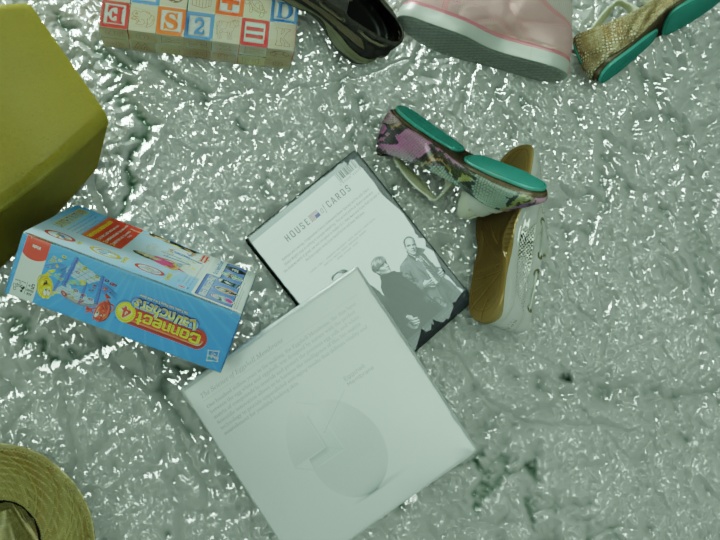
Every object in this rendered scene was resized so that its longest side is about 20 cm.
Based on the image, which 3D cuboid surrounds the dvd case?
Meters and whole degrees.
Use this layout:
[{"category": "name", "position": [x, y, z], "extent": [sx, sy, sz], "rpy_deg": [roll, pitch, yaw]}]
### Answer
[{"category": "dvd case", "position": [0.000, 0.000, 1.134], "extent": [0.150, 0.025, 0.201], "rpy_deg": [-39, 88, -12]}]

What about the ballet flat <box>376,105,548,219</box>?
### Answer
[{"category": "ballet flat", "position": [0.098, -0.098, 1.125], "extent": [0.199, 0.069, 0.072], "rpy_deg": [32, 113, 23]}]

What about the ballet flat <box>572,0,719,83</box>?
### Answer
[{"category": "ballet flat", "position": [0.314, -0.282, 1.207], "extent": [0.199, 0.071, 0.066], "rpy_deg": [-33, 73, -16]}]

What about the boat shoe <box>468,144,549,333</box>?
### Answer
[{"category": "boat shoe", "position": [0.163, -0.031, 1.148], "extent": [0.069, 0.070, 0.203], "rpy_deg": [25, 69, -31]}]

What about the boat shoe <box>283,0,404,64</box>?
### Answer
[{"category": "boat shoe", "position": [-0.026, -0.289, 1.104], "extent": [0.199, 0.073, 0.075], "rpy_deg": [36, 61, -38]}]

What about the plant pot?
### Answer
[{"category": "plant pot", "position": [-0.348, -0.128, 1.024], "extent": [0.176, 0.200, 0.201], "rpy_deg": [-34, 87, -24]}]

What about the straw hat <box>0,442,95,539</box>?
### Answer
[{"category": "straw hat", "position": [-0.335, 0.256, 1.013], "extent": [0.198, 0.085, 0.204], "rpy_deg": [0, 84, -4]}]

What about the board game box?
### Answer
[{"category": "board game box", "position": [-0.200, 0.011, 1.011], "extent": [0.193, 0.200, 0.057], "rpy_deg": [21, 99, -5]}]

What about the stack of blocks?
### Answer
[{"category": "stack of blocks", "position": [-0.162, -0.283, 1.134], "extent": [0.197, 0.059, 0.117], "rpy_deg": [5, 81, -8]}]

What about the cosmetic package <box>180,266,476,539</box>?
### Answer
[{"category": "cosmetic package", "position": [-0.029, 0.135, 1.045], "extent": [0.198, 0.123, 0.201], "rpy_deg": [-34, 89, -1]}]

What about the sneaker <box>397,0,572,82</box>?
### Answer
[{"category": "sneaker", "position": [0.138, -0.278, 1.171], "extent": [0.198, 0.075, 0.106], "rpy_deg": [14, 84, -14]}]
